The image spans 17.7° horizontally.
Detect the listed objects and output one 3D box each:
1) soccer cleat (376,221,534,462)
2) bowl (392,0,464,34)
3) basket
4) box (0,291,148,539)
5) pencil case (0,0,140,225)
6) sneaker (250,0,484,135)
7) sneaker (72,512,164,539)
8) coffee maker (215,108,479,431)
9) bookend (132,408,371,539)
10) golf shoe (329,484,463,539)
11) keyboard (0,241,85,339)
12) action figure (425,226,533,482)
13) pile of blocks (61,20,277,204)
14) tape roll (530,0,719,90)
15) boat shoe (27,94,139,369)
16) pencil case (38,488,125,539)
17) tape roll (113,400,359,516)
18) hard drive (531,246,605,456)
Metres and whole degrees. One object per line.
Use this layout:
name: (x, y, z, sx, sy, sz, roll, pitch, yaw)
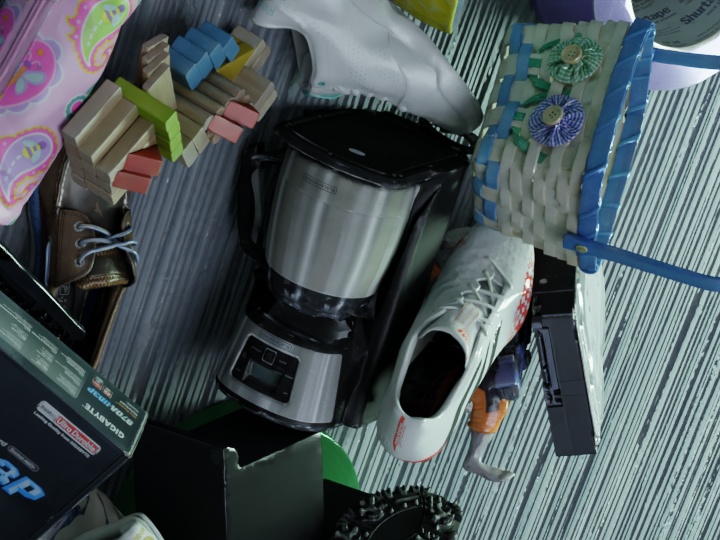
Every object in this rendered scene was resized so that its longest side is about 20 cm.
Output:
soccer cleat: (0.069, 0.040, 1.590, 0.201, 0.068, 0.085, -61, 171, -21)
bowl: (0.038, -0.264, 1.491, 0.107, 0.200, 0.202, 17, 111, 3)
basket: (0.181, -0.081, 1.587, 0.139, 0.198, 0.177, 90, 14, -61)
box: (-0.255, 0.082, 1.420, 0.200, 0.046, 0.159, 42, 122, -14)
pencil case: (-0.201, -0.128, 1.414, 0.087, 0.087, 0.201, 25, 100, -44)
sneaker: (0.001, -0.144, 1.583, 0.089, 0.075, 0.200, -47, 125, 3)
sneaker: (-0.118, 0.218, 1.500, 0.074, 0.199, 0.116, -52, 128, -42)
coffee maker: (0.000, 0.000, 1.618, 0.191, 0.135, 0.201, 0, 116, -39)
bookend: (-0.058, 0.180, 1.639, 0.198, 0.092, 0.202, -21, 117, -45)
golf shoe: (-0.001, 0.232, 1.607, 0.200, 0.077, 0.095, -43, 151, -35)
keyboard: (-0.260, -0.009, 1.428, 0.040, 0.104, 0.200, -60, 139, -21)
action figure: (0.080, 0.060, 1.722, 0.104, 0.200, 0.195, 0, 116, 8)
pile of blocks: (-0.105, -0.107, 1.466, 0.200, 0.062, 0.083, -40, 155, -45)
tape roll: (0.222, -0.239, 1.681, 0.199, 0.085, 0.201, -19, 126, -27)
boat shoe: (-0.176, -0.014, 1.513, 0.072, 0.072, 0.202, -7, 119, -34)
pencil case: (-0.223, 0.156, 1.567, 0.077, 0.090, 0.200, -28, 134, 7)
tape roll: (-0.095, 0.194, 1.720, 0.199, 0.048, 0.202, -20, 126, -29)
hard drive: (0.157, 0.021, 1.724, 0.037, 0.201, 0.141, -4, 128, 12)
